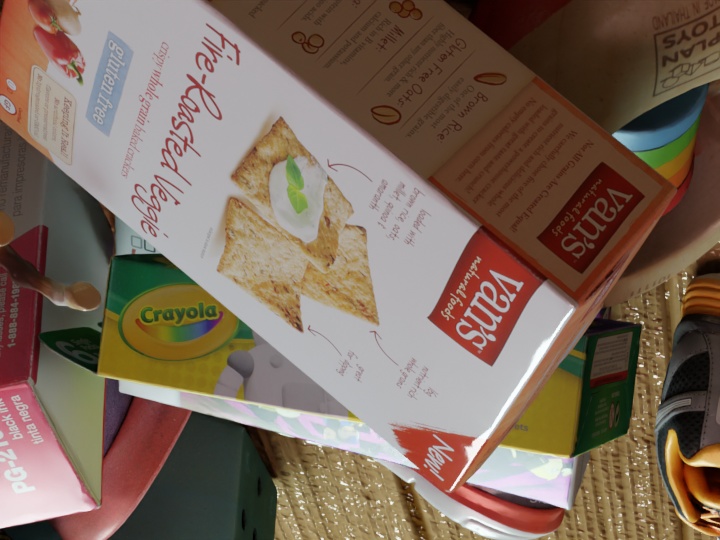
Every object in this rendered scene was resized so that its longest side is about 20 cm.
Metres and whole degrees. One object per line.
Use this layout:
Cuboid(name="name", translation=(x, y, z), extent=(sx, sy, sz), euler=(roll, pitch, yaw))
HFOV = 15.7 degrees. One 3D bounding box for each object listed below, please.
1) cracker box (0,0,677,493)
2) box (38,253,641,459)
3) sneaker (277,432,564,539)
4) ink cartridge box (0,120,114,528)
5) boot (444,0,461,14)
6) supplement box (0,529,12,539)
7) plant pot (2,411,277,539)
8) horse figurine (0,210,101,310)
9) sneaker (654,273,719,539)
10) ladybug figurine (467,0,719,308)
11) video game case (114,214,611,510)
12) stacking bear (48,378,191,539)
Cuboid(name="cracker box", translation=(-0.016, -0.038, 0.783), extent=(0.200, 0.058, 0.134), euler=(39, 150, 7))
Cuboid(name="box", translation=(-0.006, 0.026, 0.944), extent=(0.199, 0.049, 0.117), euler=(7, -177, 15))
Cuboid(name="sneaker", translation=(0.013, 0.036, 1.125), extent=(0.199, 0.077, 0.082), euler=(27, 122, -1))
Cuboid(name="ink cartridge box", translation=(-0.202, 0.031, 1.002), extent=(0.199, 0.145, 0.085), euler=(-11, 137, 10))
Cuboid(name="boot", translation=(-0.026, -0.123, 0.836), extent=(0.199, 0.077, 0.155), euler=(30, 148, -6))
Cuboid(name="supplement box", translation=(-0.227, 0.105, 1.189), extent=(0.200, 0.061, 0.109), euler=(44, 180, 8))
Cuboid(name="plant pot", translation=(-0.148, 0.134, 1.317), extent=(0.199, 0.142, 0.141), euler=(-2, 153, 10))
Cuboid(name="horse figurine", translation=(-0.159, -0.052, 0.850), extent=(0.132, 0.050, 0.201), euler=(7, 127, 49))
Cuboid(name="sneaker", translation=(0.154, 0.078, 1.079), extent=(0.078, 0.078, 0.200), euler=(7, 153, 18))
Cuboid(name="ladybug figurine", translation=(0.081, -0.057, 0.842), extent=(0.135, 0.072, 0.200), euler=(-23, 155, -14))
Cuboid(name="video game case", translation=(0.000, 0.000, 1.023), extent=(0.199, 0.036, 0.182), euler=(14, 135, 10))
Cuboid(name="stacking bear", translation=(-0.183, 0.032, 1.177), extent=(0.199, 0.114, 0.121), euler=(31, 150, -19))
